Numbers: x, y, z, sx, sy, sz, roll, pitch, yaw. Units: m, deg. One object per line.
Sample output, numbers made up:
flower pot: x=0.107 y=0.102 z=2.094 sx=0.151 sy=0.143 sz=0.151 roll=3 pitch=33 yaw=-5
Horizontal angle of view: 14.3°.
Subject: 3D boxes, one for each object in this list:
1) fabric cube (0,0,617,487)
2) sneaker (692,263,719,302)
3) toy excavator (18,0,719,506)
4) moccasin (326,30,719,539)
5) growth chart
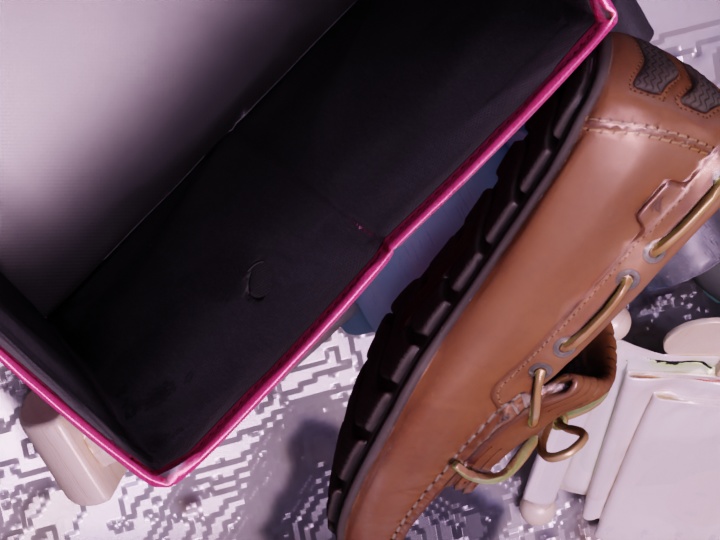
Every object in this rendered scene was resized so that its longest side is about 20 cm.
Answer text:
fabric cube: x=-0.080 y=-0.089 z=0.875 sx=0.200 sy=0.199 sz=0.196 roll=-46 pitch=112 yaw=-3
sneaker: x=0.204 y=-0.009 z=1.000 sx=0.199 sy=0.091 sz=0.078 roll=7 pitch=80 yaw=19
toy excavator: x=0.000 y=0.000 z=0.964 sx=0.200 sy=0.194 sz=0.100 roll=-43 pitch=114 yaw=-33
moccasin: x=0.053 y=0.019 z=0.883 sx=0.077 sy=0.074 sz=0.202 roll=28 pitch=115 yaw=-11
growth chart: x=0.156 y=0.066 z=1.034 sx=0.199 sy=0.018 sz=0.145 roll=10 pitch=139 yaw=-16
